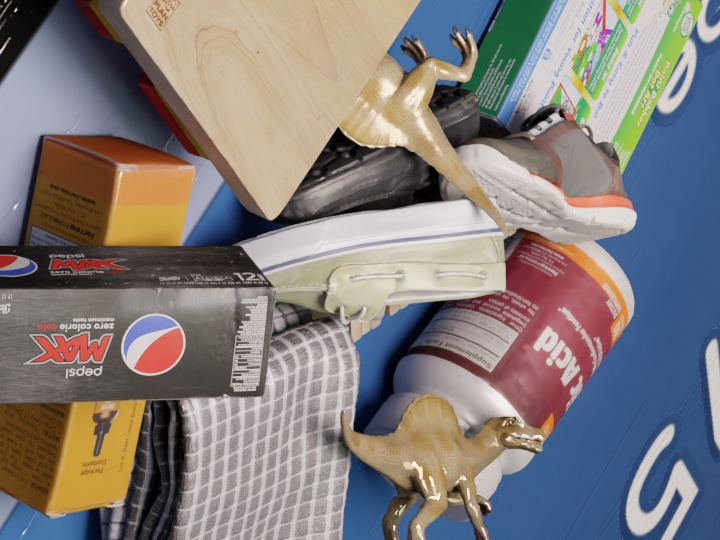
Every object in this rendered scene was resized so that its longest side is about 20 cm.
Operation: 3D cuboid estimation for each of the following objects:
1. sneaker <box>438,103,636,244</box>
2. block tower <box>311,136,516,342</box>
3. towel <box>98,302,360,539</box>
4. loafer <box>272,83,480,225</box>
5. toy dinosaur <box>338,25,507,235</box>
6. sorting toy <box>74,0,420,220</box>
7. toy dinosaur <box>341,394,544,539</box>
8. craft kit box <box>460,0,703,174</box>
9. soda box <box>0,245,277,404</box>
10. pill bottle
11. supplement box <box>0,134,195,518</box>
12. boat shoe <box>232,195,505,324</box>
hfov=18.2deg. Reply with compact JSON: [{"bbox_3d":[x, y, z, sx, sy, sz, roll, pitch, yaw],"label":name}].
[{"bbox_3d":[0.112,-0.071,1.473,0.200,0.077,0.083,16,67,-57],"label":"sneaker"},{"bbox_3d":[0.036,-0.024,1.481,0.200,0.058,0.054,-35,134,-42],"label":"block tower"},{"bbox_3d":[-0.081,0.131,1.370,0.165,0.085,0.201,-21,124,-48],"label":"towel"},{"bbox_3d":[0.011,-0.061,1.412,0.200,0.068,0.071,-29,124,-48],"label":"loafer"},{"bbox_3d":[0.025,-0.108,1.372,0.200,0.058,0.101,44,57,-10],"label":"toy dinosaur"},{"bbox_3d":[-0.058,-0.167,1.226,0.199,0.069,0.200,-57,145,-17],"label":"sorting toy"},{"bbox_3d":[0.037,0.129,1.423,0.199,0.058,0.102,4,85,-48],"label":"toy dinosaur"},{"bbox_3d":[0.160,-0.155,1.599,0.201,0.048,0.197,-63,144,-11],"label":"craft kit box"},{"bbox_3d":[-0.148,0.027,1.144,0.199,0.071,0.064,0,109,-20],"label":"soda box"},{"bbox_3d":[0.095,0.068,1.562,0.200,0.114,0.115,-52,143,-25],"label":"pill bottle"},{"bbox_3d":[-0.151,0.030,1.232,0.066,0.068,0.201,-3,108,-53],"label":"supplement box"},{"bbox_3d":[0.000,0.000,1.358,0.199,0.072,0.062,-11,82,-17],"label":"boat shoe"}]
